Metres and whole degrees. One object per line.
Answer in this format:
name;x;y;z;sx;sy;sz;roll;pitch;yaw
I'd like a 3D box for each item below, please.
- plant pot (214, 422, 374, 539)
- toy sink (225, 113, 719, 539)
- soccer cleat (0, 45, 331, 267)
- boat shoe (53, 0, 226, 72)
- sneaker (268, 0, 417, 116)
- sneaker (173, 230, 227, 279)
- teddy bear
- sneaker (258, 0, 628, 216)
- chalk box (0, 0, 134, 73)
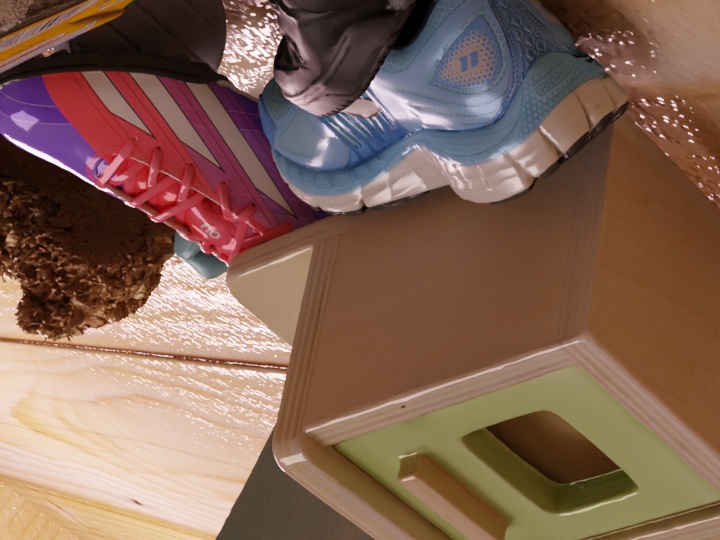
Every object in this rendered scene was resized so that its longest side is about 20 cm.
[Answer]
plant pot;0.045;0.196;1.364;0.199;0.197;0.196;-2;143;49
toy sink;0.048;0.045;0.864;0.199;0.113;0.130;-19;134;36
soccer cleat;-0.057;-0.036;0.928;0.199;0.074;0.068;13;155;-23
boat shoe;-0.116;-0.135;0.913;0.071;0.072;0.200;53;-179;32
sneaker;-0.014;-0.125;0.680;0.104;0.060;0.200;25;148;-12
sneaker;0.000;0.000;1.028;0.199;0.087;0.078;22;161;35
teddy bear;-0.161;-0.037;1.132;0.199;0.145;0.067;27;141;27
sneaker;0.017;-0.078;0.827;0.090;0.078;0.200;58;154;-15
chalk box;-0.155;-0.159;0.729;0.201;0.124;0.124;64;161;-4
